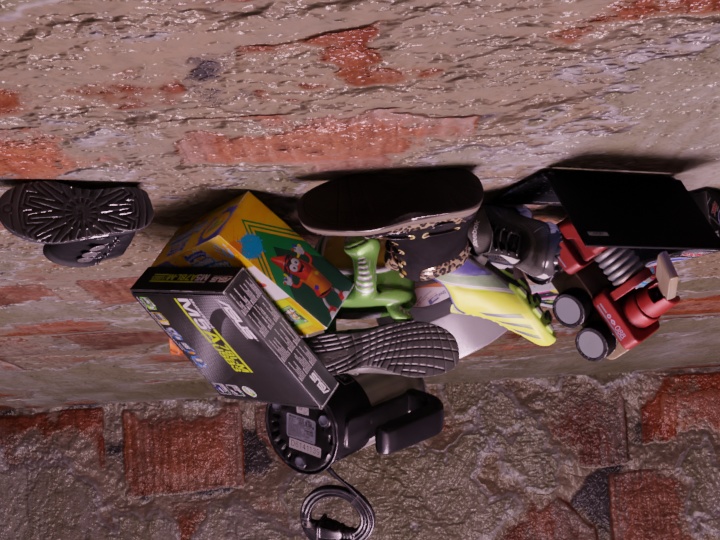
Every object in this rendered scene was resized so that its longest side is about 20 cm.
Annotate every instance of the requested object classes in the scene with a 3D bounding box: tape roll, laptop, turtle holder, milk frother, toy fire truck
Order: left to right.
[{"bbox_3d":[-0.008,0.002,1.739,0.141,0.132,0.185,-7,168,26],"label":"turtle holder"},{"bbox_3d":[-0.005,0.225,1.806,0.180,0.200,0.188,32,-150,30],"label":"milk frother"},{"bbox_3d":[0.123,0.045,1.890,0.200,0.066,0.200,-26,-160,10],"label":"tape roll"},{"bbox_3d":[0.273,-0.054,1.605,0.177,0.103,0.200,2,168,-22],"label":"laptop"},{"bbox_3d":[0.309,-0.002,1.704,0.129,0.176,0.200,-27,171,-46],"label":"toy fire truck"}]

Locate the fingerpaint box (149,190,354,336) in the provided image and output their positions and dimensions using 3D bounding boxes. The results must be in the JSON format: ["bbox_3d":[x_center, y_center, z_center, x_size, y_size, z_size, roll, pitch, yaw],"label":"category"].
[{"bbox_3d":[-0.129,0.006,1.667,0.167,0.073,0.200,41,152,-16],"label":"fingerpaint box"}]

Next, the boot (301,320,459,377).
[{"bbox_3d":[0.012,0.093,1.756,0.200,0.068,0.131,-1,-179,-10],"label":"boot"}]

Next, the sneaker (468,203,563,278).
[{"bbox_3d":[0.170,-0.036,1.646,0.090,0.067,0.200,5,-167,-11],"label":"sneaker"}]

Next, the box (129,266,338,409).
[{"bbox_3d":[-0.149,0.078,1.669,0.193,0.048,0.200,4,138,49],"label":"box"}]

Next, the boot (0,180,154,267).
[{"bbox_3d":[-0.327,-0.048,1.583,0.165,0.066,0.200,2,172,-20],"label":"boot"}]

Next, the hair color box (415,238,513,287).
[{"bbox_3d":[0.087,-0.021,1.842,0.200,0.061,0.099,-12,167,41],"label":"hair color box"}]

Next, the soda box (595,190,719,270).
[{"bbox_3d":[0.371,-0.044,1.777,0.063,0.071,0.200,2,169,-40],"label":"soda box"}]

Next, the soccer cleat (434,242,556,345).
[{"bbox_3d":[0.154,0.033,1.731,0.200,0.065,0.084,39,108,-20],"label":"soccer cleat"}]

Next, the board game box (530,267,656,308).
[{"bbox_3d":[0.324,0.004,2.044,0.200,0.064,0.148,-12,167,35],"label":"board game box"}]

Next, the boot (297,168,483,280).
[{"bbox_3d":[0.035,-0.045,1.583,0.200,0.073,0.151,-10,153,-2],"label":"boot"}]

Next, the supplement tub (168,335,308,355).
[{"bbox_3d":[-0.178,0.070,2.076,0.200,0.123,0.123,-2,169,-5],"label":"supplement tub"}]

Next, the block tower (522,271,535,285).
[{"bbox_3d":[0.272,-0.015,1.943,0.200,0.058,0.054,-12,167,35],"label":"block tower"}]
